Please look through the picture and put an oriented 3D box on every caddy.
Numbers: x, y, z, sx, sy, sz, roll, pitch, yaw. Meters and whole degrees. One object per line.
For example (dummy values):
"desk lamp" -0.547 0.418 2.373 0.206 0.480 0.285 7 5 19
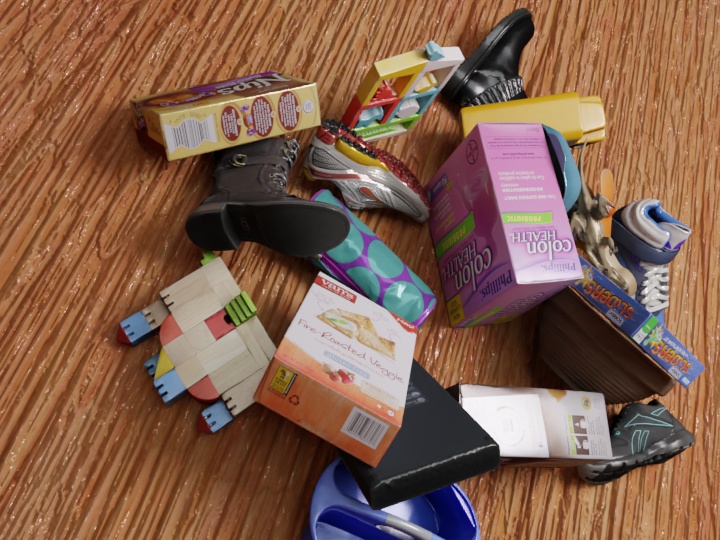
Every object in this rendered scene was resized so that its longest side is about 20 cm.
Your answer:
"caddy" 0.032 0.273 0.736 0.197 0.105 0.144 27 62 -11

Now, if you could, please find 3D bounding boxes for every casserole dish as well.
"casserole dish" 0.225 -0.102 0.913 0.038 0.201 0.124 -5 65 -20

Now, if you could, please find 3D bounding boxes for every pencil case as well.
"pencil case" 0.000 0.000 0.845 0.200 0.085 0.093 43 44 -2

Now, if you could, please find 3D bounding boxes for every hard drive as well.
"hard drive" 0.037 0.160 0.735 0.137 0.200 0.034 -12 112 -18

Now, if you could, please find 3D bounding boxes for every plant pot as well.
"plant pot" 0.296 0.107 0.900 0.200 0.201 0.093 39 101 -4

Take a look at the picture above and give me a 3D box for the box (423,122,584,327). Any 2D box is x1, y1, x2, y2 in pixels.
"box" 0.169 -0.052 0.883 0.095 0.176 0.205 -5 72 -21

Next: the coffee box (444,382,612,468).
"coffee box" 0.180 0.188 0.829 0.196 0.114 0.082 7 67 -21

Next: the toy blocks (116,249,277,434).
"toy blocks" -0.169 0.089 0.744 0.135 0.100 0.202 -32 83 -18

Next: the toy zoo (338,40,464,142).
"toy zoo" 0.048 -0.224 0.889 0.129 0.200 0.021 -20 77 -27

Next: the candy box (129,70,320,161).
"candy box" -0.159 -0.188 0.833 0.197 0.116 0.058 -21 121 -27

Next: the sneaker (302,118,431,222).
"sneaker" 0.011 -0.116 0.910 0.198 0.083 0.078 29 25 -25

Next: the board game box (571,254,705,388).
"board game box" 0.308 0.043 0.844 0.134 0.201 0.035 36 102 -31

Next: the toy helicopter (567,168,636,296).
"toy helicopter" 0.326 -0.052 0.977 0.078 0.132 0.202 -28 82 -29

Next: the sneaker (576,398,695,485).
"sneaker" 0.351 0.225 0.922 0.196 0.076 0.080 -6 58 -31

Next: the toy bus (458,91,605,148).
"toy bus" 0.234 -0.197 0.952 0.195 0.078 0.067 -7 87 4

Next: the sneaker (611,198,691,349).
"sneaker" 0.411 0.001 0.983 0.079 0.146 0.204 -11 73 -25

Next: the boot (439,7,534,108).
"boot" 0.234 -0.278 1.053 0.157 0.080 0.212 41 74 4

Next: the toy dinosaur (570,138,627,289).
"toy dinosaur" 0.291 -0.067 0.890 0.057 0.101 0.205 -15 89 15

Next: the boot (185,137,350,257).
"boot" -0.097 -0.099 0.794 0.195 0.070 0.176 2 41 9

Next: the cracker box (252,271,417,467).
"cracker box" -0.016 0.090 0.716 0.132 0.058 0.201 29 23 -3
